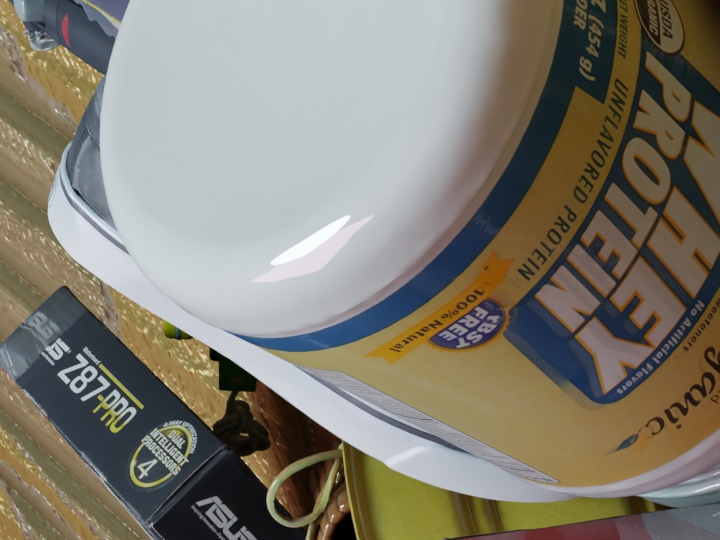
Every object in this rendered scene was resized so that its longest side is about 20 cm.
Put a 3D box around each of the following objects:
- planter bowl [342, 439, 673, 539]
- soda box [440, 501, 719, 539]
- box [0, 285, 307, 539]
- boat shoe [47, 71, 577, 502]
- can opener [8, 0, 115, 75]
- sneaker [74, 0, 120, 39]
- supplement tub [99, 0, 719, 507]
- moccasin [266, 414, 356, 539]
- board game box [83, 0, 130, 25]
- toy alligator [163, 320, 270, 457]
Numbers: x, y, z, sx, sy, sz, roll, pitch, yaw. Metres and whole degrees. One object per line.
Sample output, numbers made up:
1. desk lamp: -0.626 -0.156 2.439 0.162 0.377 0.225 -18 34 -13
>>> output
1. planter bowl: 0.077 0.104 0.894 0.201 0.083 0.201 54 -160 -30
2. soda box: 0.124 0.106 0.740 0.070 0.199 0.064 -100 3 -49
3. box: -0.051 0.111 1.089 0.200 0.049 0.161 51 171 -35
4. boat shoe: 0.000 0.000 0.828 0.199 0.072 0.068 31 132 4
5. can opener: -0.091 -0.099 1.006 0.200 0.063 0.079 45 152 48
6. sneaker: -0.041 -0.090 0.884 0.082 0.070 0.201 -25 99 48
7. supplement tub: 0.044 -0.023 0.720 0.200 0.145 0.144 28 176 -42
8. moccasin: 0.013 0.096 0.982 0.078 0.073 0.202 50 -158 -46
9. board game box: -0.044 -0.176 0.784 0.165 0.057 0.201 34 108 37
10. toy alligator: -0.048 0.008 1.087 0.200 0.059 0.055 94 180 -60
